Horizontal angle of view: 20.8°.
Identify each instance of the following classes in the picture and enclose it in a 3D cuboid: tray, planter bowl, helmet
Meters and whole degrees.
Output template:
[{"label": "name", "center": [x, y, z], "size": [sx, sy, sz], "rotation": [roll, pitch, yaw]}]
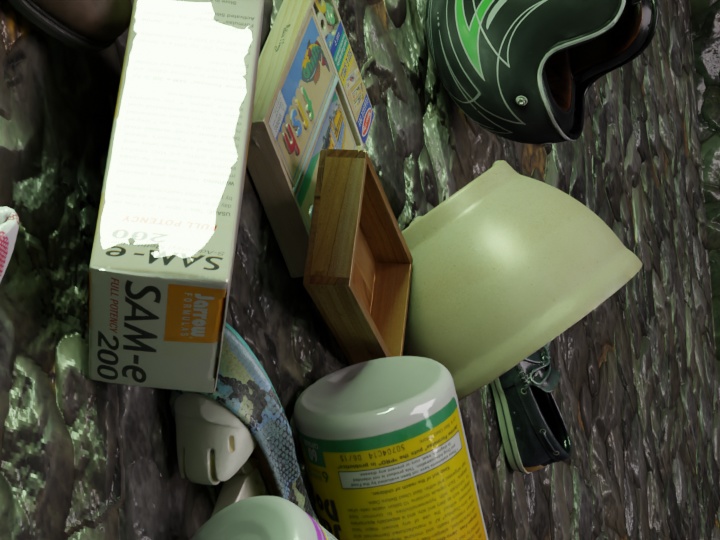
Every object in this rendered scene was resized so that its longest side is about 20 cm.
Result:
[{"label": "tray", "center": [0.000, 0.000, 1.395], "size": [0.200, 0.037, 0.099], "rotation": [62, 33, -66]}, {"label": "planter bowl", "center": [0.102, 0.000, 1.552], "size": [0.135, 0.200, 0.200], "rotation": [54, 21, 1]}, {"label": "helmet", "center": [0.151, -0.215, 1.729], "size": [0.200, 0.191, 0.200], "rotation": [43, 14, -14]}]

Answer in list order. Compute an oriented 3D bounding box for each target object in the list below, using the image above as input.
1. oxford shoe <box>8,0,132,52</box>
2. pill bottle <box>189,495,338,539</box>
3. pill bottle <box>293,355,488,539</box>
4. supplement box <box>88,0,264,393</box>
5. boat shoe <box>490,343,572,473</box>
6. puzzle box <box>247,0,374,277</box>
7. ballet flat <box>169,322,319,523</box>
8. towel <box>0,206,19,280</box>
[{"label": "oxford shoe", "center": [-0.155, -0.187, 1.009], "size": [0.200, 0.084, 0.073], "rotation": [62, 27, -49]}, {"label": "pill bottle", "center": [-0.016, 0.224, 1.152], "size": [0.200, 0.104, 0.104], "rotation": [45, 39, -34]}, {"label": "pill bottle", "center": [0.028, 0.171, 1.358], "size": [0.113, 0.113, 0.200], "rotation": [-51, 131, -64]}, {"label": "supplement box", "center": [-0.100, -0.051, 1.068], "size": [0.126, 0.073, 0.200], "rotation": [103, -7, -58]}, {"label": "boat shoe", "center": [0.152, 0.093, 1.815], "size": [0.075, 0.062, 0.200], "rotation": [-50, 128, -62]}, {"label": "puzzle box", "center": [-0.037, -0.106, 1.402], "size": [0.200, 0.025, 0.133], "rotation": [-74, 151, -49]}, {"label": "ballet flat", "center": [-0.072, 0.120, 1.167], "size": [0.074, 0.074, 0.200], "rotation": [-70, 144, -52]}, {"label": "towel", "center": [-0.201, 0.064, 0.669], "size": [0.030, 0.146, 0.200], "rotation": [40, 43, 6]}]
